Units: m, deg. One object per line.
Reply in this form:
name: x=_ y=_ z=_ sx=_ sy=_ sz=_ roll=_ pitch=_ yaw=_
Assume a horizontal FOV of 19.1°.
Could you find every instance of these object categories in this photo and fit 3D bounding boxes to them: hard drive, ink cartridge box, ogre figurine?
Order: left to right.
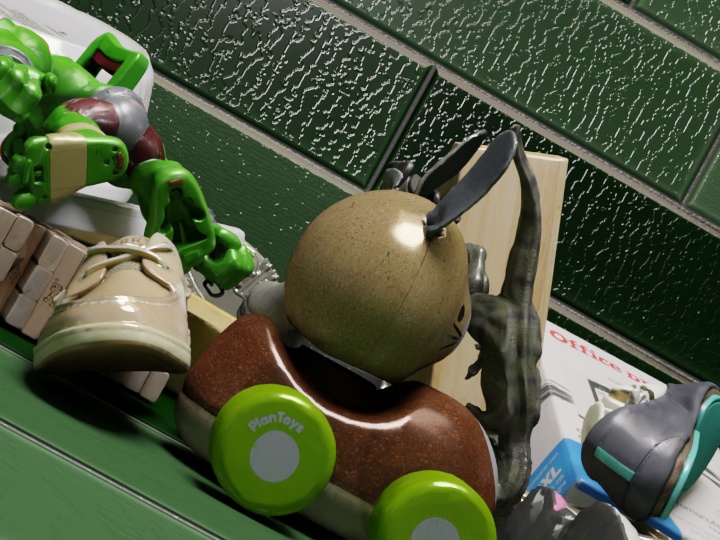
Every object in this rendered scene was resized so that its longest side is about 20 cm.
hard drive: x=-0.186 y=-0.032 z=1.271 sx=0.199 sy=0.027 sz=0.131 roll=12 pitch=-5 yaw=-38
ogre figurine: x=-0.142 y=-0.069 z=1.152 sx=0.199 sy=0.099 sz=0.120 roll=16 pitch=23 yaw=-34
ink cartridge box: x=0.148 y=0.130 z=1.286 sx=0.145 sy=0.085 sz=0.200 roll=28 pitch=22 yaw=-18

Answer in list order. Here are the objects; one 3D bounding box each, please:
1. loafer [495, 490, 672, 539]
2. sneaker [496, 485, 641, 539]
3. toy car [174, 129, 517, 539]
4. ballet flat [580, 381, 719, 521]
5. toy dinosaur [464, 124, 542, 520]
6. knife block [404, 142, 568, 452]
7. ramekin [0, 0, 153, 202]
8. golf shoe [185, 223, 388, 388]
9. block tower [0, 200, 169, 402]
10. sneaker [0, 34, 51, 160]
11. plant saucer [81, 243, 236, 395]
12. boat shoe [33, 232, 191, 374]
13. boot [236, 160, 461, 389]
loafer: x=0.129 y=0.159 z=1.108 sx=0.199 sy=0.076 sz=0.068 roll=29 pitch=6 yaw=-5
sneaker: x=0.108 y=0.149 z=0.922 sx=0.086 sy=0.080 sz=0.200 roll=39 pitch=4 yaw=-7
toy car: x=0.021 y=0.026 z=0.993 sx=0.157 sy=0.201 sz=0.164 roll=28 pitch=0 yaw=-10
ballet flat: x=0.157 y=0.088 z=1.166 sx=0.073 sy=0.073 sz=0.200 roll=29 pitch=11 yaw=13
toy dinosaur: x=0.068 y=0.026 z=1.064 sx=0.047 sy=0.202 sz=0.088 roll=0 pitch=7 yaw=-14
knife block: x=0.064 y=0.054 z=1.194 sx=0.063 sy=0.201 sz=0.177 roll=6 pitch=50 yaw=-15
ramekin: x=-0.224 y=-0.124 z=1.371 sx=0.201 sy=0.095 sz=0.202 roll=23 pitch=11 yaw=-5
golf shoe: x=-0.071 y=0.046 z=1.479 sx=0.200 sy=0.078 sz=0.097 roll=46 pitch=-9 yaw=-4
block tower: x=-0.184 y=-0.004 z=1.105 sx=0.199 sy=0.054 sz=0.058 roll=30 pitch=-1 yaw=-20
sneaker: x=-0.273 y=-0.110 z=1.234 sx=0.198 sy=0.085 sz=0.073 roll=-2 pitch=21 yaw=-16
plant saucer: x=-0.082 y=0.057 z=1.283 sx=0.199 sy=0.049 sz=0.200 roll=30 pitch=1 yaw=12
boat shoe: x=-0.112 y=0.015 z=1.000 sx=0.071 sy=0.066 sz=0.200 roll=-1 pitch=-2 yaw=1
boot: x=0.000 y=0.000 z=1.215 sx=0.067 sy=0.131 sz=0.200 roll=29 pitch=0 yaw=-18
